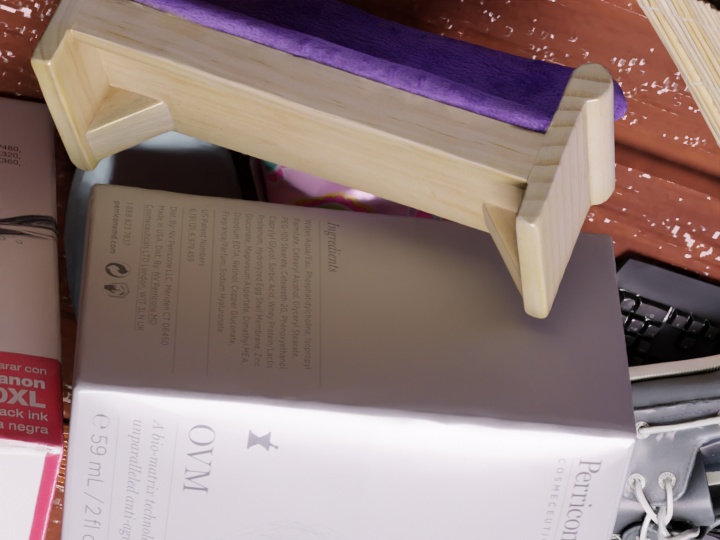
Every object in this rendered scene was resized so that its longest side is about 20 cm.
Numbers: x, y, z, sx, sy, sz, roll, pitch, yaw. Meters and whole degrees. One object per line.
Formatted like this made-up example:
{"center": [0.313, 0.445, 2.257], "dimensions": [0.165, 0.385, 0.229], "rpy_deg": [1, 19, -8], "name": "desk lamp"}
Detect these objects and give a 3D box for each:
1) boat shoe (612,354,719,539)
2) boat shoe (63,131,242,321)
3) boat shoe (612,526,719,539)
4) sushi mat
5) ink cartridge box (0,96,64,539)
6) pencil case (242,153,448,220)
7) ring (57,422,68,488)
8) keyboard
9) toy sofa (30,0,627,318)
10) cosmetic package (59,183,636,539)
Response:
{"center": [0.132, 0.081, 1.102], "dimensions": [0.199, 0.062, 0.073], "rpy_deg": [-17, 134, -4], "name": "boat shoe"}
{"center": [-0.079, 0.011, 1.071], "dimensions": [0.071, 0.066, 0.201], "rpy_deg": [-6, 116, -1], "name": "boat shoe"}
{"center": [0.124, 0.141, 1.202], "dimensions": [0.199, 0.069, 0.057], "rpy_deg": [11, 152, -14], "name": "boat shoe"}
{"center": [0.172, -0.037, 1.037], "dimensions": [0.012, 0.096, 0.200], "rpy_deg": [-45, 128, -15], "name": "sushi mat"}
{"center": [-0.164, 0.045, 1.005], "dimensions": [0.084, 0.201, 0.145], "rpy_deg": [6, 130, -13], "name": "ink cartridge box"}
{"center": [0.000, 0.000, 1.053], "dimensions": [0.087, 0.088, 0.201], "rpy_deg": [-5, 130, 0], "name": "pencil case"}
{"center": [-0.162, 0.145, 1.208], "dimensions": [0.199, 0.019, 0.201], "rpy_deg": [-2, 131, -3], "name": "ring"}
{"center": [0.168, 0.074, 1.158], "dimensions": [0.199, 0.021, 0.128], "rpy_deg": [18, 116, -18], "name": "keyboard"}
{"center": [-0.007, -0.068, 0.932], "dimensions": [0.199, 0.098, 0.083], "rpy_deg": [19, 159, 15], "name": "toy sofa"}
{"center": [-0.013, 0.089, 0.993], "dimensions": [0.199, 0.123, 0.200], "rpy_deg": [4, 128, -6], "name": "cosmetic package"}
